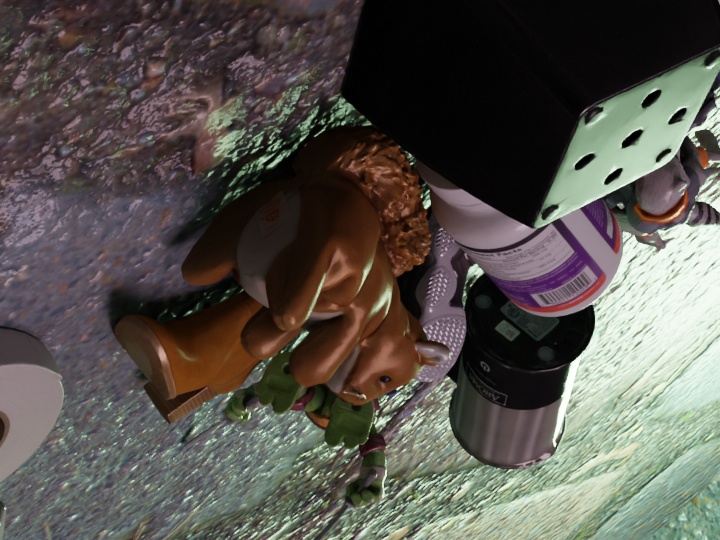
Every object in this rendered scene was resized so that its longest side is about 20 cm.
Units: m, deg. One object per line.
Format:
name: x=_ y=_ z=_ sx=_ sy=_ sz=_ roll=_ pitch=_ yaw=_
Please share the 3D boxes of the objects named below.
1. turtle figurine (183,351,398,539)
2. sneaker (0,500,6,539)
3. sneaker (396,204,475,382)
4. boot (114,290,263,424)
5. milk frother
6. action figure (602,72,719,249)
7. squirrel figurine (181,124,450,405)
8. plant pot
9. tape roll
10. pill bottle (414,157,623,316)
turtle figurine: x=-0.046 y=0.149 z=1.460 sx=0.200 sy=0.144 sz=0.194 roll=-28 pitch=166 yaw=-4
sneaker: x=-0.356 y=0.226 z=1.317 sx=0.200 sy=0.075 sz=0.116 roll=-29 pitch=154 yaw=-46
sneaker: x=0.046 y=-0.013 z=1.440 sx=0.075 sy=0.114 sz=0.201 roll=19 pitch=87 yaw=-44
boot: x=-0.110 y=0.041 z=1.328 sx=0.144 sy=0.071 sz=0.201 roll=-38 pitch=163 yaw=-13
milk frother: x=0.168 y=0.051 z=1.601 sx=0.199 sy=0.181 sz=0.188 roll=-23 pitch=151 yaw=-17
action figure: x=0.280 y=-0.085 z=1.460 sx=0.200 sy=0.105 sz=0.193 roll=-45 pitch=167 yaw=16
squirrel figurine: x=0.000 y=0.000 z=1.260 sx=0.187 sy=0.141 sz=0.200 roll=44 pitch=69 yaw=-37
plant pot: x=0.129 y=-0.151 z=1.154 sx=0.200 sy=0.178 sz=0.200 roll=-25 pitch=154 yaw=-26
tape roll: x=-0.306 y=0.119 z=1.214 sx=0.202 sy=0.037 sz=0.203 roll=-31 pitch=157 yaw=-15
pill bottle: x=0.121 y=-0.052 z=1.325 sx=0.111 sy=0.112 sz=0.200 roll=-40 pitch=142 yaw=6
